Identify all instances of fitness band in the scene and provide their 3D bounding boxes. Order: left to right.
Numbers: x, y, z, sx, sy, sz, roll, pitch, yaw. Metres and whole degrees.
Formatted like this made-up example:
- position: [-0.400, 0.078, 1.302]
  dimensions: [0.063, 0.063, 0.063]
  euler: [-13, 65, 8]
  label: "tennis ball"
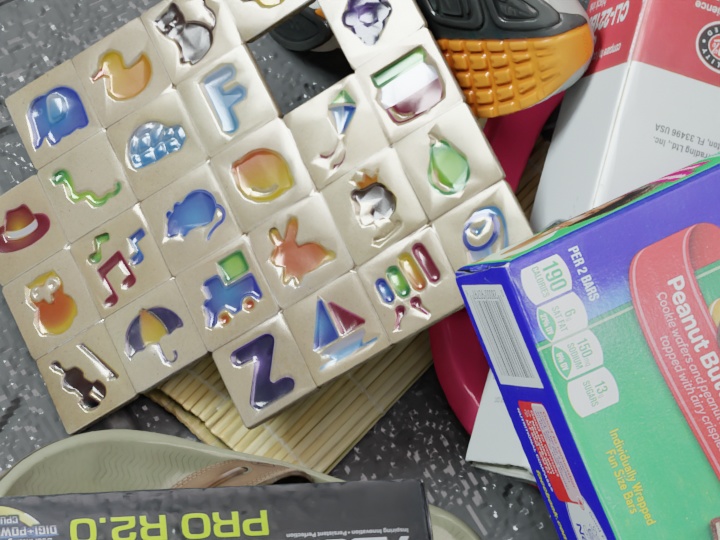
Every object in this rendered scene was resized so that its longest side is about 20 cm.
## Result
- position: [0.105, -0.002, 1.135]
  dimensions: [0.143, 0.037, 0.201]
  euler: [26, 64, -9]
  label: "fitness band"

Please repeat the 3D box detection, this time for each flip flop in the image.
- position: [-0.044, 0.104, 1.046]
  dimensions: [0.199, 0.058, 0.082]
  euler: [11, 76, -9]
  label: "flip flop"

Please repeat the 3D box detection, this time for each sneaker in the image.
- position: [0.040, -0.119, 1.120]
  dimensions: [0.092, 0.076, 0.200]
  euler: [-21, 28, -28]
  label: "sneaker"

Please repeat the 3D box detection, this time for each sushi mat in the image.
- position: [0.000, 0.000, 1.134]
  dimensions: [0.096, 0.012, 0.200]
  euler: [40, 65, 9]
  label: "sushi mat"

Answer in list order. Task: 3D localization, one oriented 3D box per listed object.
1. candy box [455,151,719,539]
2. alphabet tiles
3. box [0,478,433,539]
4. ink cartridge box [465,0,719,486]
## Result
- position: [0.158, 0.036, 0.975]
  dimensions: [0.199, 0.077, 0.170]
  euler: [-24, 95, -13]
  label: "candy box"
- position: [-0.050, -0.028, 1.079]
  dimensions: [0.199, 0.008, 0.168]
  euler: [-31, 74, 14]
  label: "alphabet tiles"
- position: [-0.086, 0.118, 0.877]
  dimensions: [0.199, 0.160, 0.044]
  euler: [-1, 63, -12]
  label: "box"
- position: [0.139, 0.000, 1.055]
  dimensions: [0.144, 0.084, 0.201]
  euler: [17, 83, -12]
  label: "ink cartridge box"
